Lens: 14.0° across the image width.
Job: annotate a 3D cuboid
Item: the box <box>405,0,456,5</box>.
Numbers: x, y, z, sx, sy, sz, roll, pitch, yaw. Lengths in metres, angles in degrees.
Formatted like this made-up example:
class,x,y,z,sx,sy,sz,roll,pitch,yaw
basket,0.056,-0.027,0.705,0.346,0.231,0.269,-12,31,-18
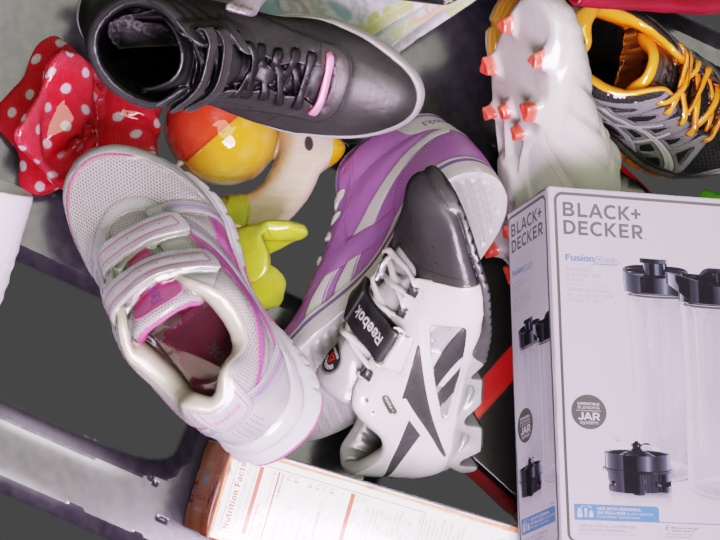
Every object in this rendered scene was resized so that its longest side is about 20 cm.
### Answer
class,x,y,z,sx,sy,sz,roll,pitch,yaw
box,-0.011,-0.255,1.614,0.159,0.049,0.201,9,105,16

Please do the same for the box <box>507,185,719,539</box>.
class,x,y,z,sx,sy,sz,roll,pitch,yaw
box,0.145,0.059,1.601,0.116,0.060,0.201,5,74,-18

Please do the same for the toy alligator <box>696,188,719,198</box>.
class,x,y,z,sx,sy,sz,roll,pitch,yaw
toy alligator,0.147,0.031,1.679,0.200,0.059,0.054,-58,139,-10

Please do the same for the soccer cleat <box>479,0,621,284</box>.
class,x,y,z,sx,sy,sz,roll,pitch,yaw
soccer cleat,0.112,-0.077,1.653,0.077,0.069,0.200,-17,133,-20

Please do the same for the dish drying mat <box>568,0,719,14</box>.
class,x,y,z,sx,sy,sz,roll,pitch,yaw
dish drying mat,0.152,-0.181,1.674,0.018,0.200,0.077,-25,80,30

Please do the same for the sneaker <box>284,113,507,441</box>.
class,x,y,z,sx,sy,sz,roll,pitch,yaw
sneaker,0.001,0.000,1.689,0.073,0.114,0.201,32,103,-35

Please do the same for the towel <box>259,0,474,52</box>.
class,x,y,z,sx,sy,sz,roll,pitch,yaw
towel,-0.007,-0.222,1.672,0.171,0.048,0.200,-32,91,22

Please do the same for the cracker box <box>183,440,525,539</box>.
class,x,y,z,sx,sy,sz,roll,pitch,yaw
cracker box,0.007,0.149,1.649,0.199,0.134,0.058,18,85,-7

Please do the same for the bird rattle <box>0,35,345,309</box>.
class,x,y,z,sx,sy,sz,roll,pitch,yaw
bird rattle,-0.103,-0.068,1.683,0.200,0.113,0.163,45,69,9

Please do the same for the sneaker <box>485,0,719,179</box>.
class,x,y,z,sx,sy,sz,roll,pitch,yaw
sneaker,0.168,-0.106,1.702,0.200,0.077,0.078,20,78,-30

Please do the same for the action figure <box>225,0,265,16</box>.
class,x,y,z,sx,sy,sz,roll,pitch,yaw
action figure,-0.095,-0.252,1.590,0.104,0.200,0.194,3,105,-43

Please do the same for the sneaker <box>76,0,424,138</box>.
class,x,y,z,sx,sy,sz,roll,pitch,yaw
sneaker,-0.063,-0.106,1.598,0.199,0.099,0.071,16,107,-3

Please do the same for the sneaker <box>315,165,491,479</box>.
class,x,y,z,sx,sy,sz,roll,pitch,yaw
sneaker,0.021,0.037,1.604,0.088,0.074,0.200,-10,125,-15

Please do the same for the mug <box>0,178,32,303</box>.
class,x,y,z,sx,sy,sz,roll,pitch,yaw
mug,-0.276,0.021,1.580,0.147,0.200,0.176,18,93,3

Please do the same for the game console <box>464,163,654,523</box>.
class,x,y,z,sx,sy,sz,roll,pitch,yaw
game console,0.114,0.033,1.730,0.177,0.031,0.200,42,80,1

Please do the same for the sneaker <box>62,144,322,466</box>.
class,x,y,z,sx,sy,sz,roll,pitch,yaw
sneaker,-0.097,0.009,1.554,0.081,0.088,0.200,-40,69,8
